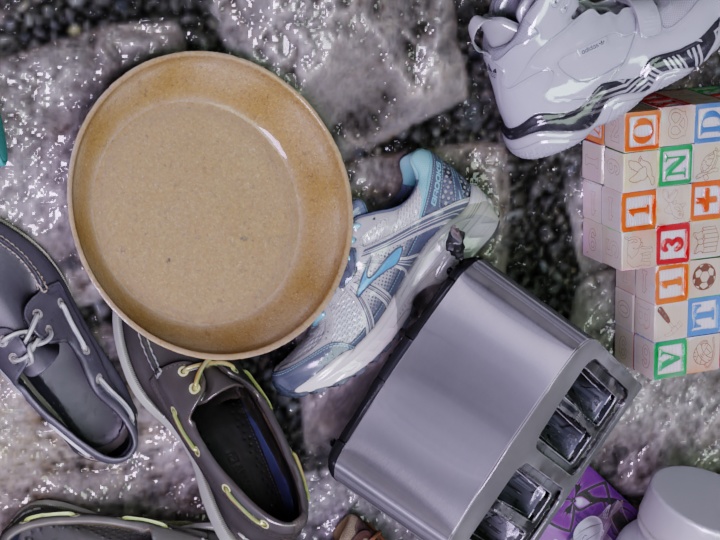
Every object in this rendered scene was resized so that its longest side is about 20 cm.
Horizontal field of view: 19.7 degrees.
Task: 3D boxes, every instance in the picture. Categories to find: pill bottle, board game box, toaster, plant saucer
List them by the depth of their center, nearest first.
[{"bbox_3d":[-0.100,-0.040,1.339,0.198,0.035,0.202,5,78,-26],"label":"plant saucer"},{"bbox_3d":[0.084,0.100,1.401,0.182,0.118,0.200,-56,152,-3],"label":"toaster"},{"bbox_3d":[0.228,0.254,1.529,0.113,0.114,0.202,4,116,-25],"label":"pill bottle"},{"bbox_3d":[0.114,0.229,1.544,0.120,0.032,0.200,41,85,-23],"label":"board game box"}]

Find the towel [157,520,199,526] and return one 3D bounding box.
[{"bbox_3d":[-0.119,0.270,1.407,0.147,0.036,0.202,6,96,5],"label":"towel"}]

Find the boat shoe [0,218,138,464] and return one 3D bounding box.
[{"bbox_3d":[-0.203,0.044,1.328,0.072,0.063,0.201,-37,115,-11],"label":"boat shoe"}]

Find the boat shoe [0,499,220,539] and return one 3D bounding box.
[{"bbox_3d":[-0.139,0.197,1.352,0.200,0.060,0.073,11,93,3],"label":"boat shoe"}]

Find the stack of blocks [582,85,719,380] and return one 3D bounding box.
[{"bbox_3d":[0.224,-0.027,1.506,0.114,0.059,0.202,-8,107,-22],"label":"stack of blocks"}]

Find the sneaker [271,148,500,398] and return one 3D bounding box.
[{"bbox_3d":[0.000,0.000,1.414,0.200,0.078,0.086,-47,105,-14],"label":"sneaker"}]

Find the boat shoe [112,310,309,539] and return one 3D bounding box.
[{"bbox_3d":[-0.093,0.088,1.342,0.071,0.061,0.202,-24,80,-34],"label":"boat shoe"}]

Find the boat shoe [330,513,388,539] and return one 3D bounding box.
[{"bbox_3d":[-0.004,0.208,1.456,0.198,0.072,0.073,1,92,-9],"label":"boat shoe"}]

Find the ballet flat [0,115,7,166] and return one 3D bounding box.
[{"bbox_3d":[-0.259,-0.157,1.257,0.074,0.068,0.202,-4,101,-1],"label":"ballet flat"}]

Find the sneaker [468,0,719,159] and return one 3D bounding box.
[{"bbox_3d":[0.166,-0.174,1.431,0.199,0.075,0.115,-35,118,-9],"label":"sneaker"}]
